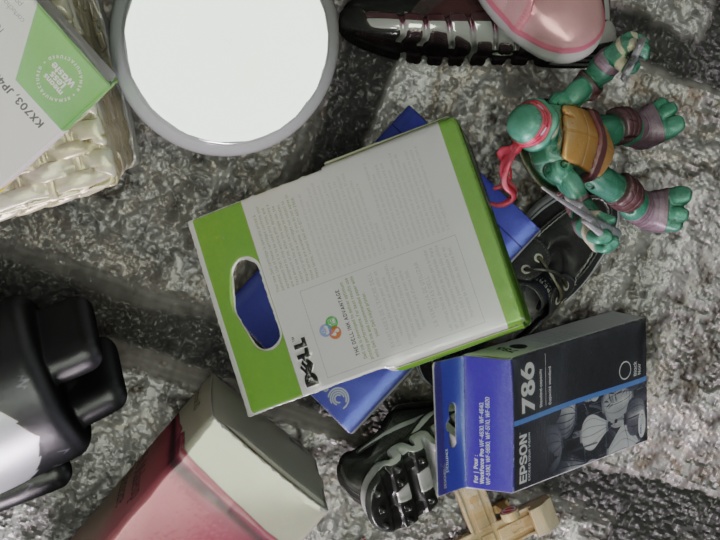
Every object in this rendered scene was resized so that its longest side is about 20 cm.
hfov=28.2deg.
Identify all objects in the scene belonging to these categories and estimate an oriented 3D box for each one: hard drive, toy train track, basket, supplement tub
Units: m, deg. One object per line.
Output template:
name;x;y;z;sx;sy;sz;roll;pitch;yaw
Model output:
hard drive;0.015;-0.001;1.041;0.132;0.025;0.200;43;93;9
toy train track;0.064;0.226;1.088;0.198;0.033;0.116;-24;101;-11
basket;-0.266;-0.131;0.939;0.198;0.161;0.200;-14;102;-2
supplement tub;-0.089;-0.151;0.933;0.143;0.200;0.146;-1;99;-6

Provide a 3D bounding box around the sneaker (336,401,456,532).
sneaker;0.064;0.121;1.068;0.199;0.090;0.067;-25;114;-27

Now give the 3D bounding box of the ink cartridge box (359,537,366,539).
ink cartridge box;-0.012;0.338;1.110;0.176;0.045;0.201;-35;102;2

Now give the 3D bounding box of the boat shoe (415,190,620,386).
boat shoe;0.119;0.014;1.055;0.200;0.066;0.070;-42;102;2

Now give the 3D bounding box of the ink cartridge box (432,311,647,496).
ink cartridge box;0.134;0.096;1.033;0.199;0.039;0.101;-13;105;-40

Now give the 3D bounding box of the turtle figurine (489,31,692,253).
turtle figurine;0.160;-0.088;0.980;0.199;0.100;0.151;11;90;-53

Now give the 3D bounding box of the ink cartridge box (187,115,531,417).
ink cartridge box;0.000;0.000;0.993;0.198;0.076;0.149;-20;83;8

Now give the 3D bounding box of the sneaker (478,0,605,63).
sneaker;0.104;-0.237;0.939;0.075;0.105;0.202;-24;81;-11

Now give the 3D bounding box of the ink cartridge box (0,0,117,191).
ink cartridge box;-0.253;-0.086;0.833;0.200;0.067;0.117;-42;103;3

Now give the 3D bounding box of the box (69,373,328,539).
box;-0.129;0.193;1.028;0.109;0.128;0.200;40;93;-11

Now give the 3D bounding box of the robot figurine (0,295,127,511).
robot figurine;-0.265;0.096;0.996;0.198;0.125;0.151;-24;89;-2

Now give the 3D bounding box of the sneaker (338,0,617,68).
sneaker;0.084;-0.208;1.019;0.198;0.076;0.117;3;85;-7
